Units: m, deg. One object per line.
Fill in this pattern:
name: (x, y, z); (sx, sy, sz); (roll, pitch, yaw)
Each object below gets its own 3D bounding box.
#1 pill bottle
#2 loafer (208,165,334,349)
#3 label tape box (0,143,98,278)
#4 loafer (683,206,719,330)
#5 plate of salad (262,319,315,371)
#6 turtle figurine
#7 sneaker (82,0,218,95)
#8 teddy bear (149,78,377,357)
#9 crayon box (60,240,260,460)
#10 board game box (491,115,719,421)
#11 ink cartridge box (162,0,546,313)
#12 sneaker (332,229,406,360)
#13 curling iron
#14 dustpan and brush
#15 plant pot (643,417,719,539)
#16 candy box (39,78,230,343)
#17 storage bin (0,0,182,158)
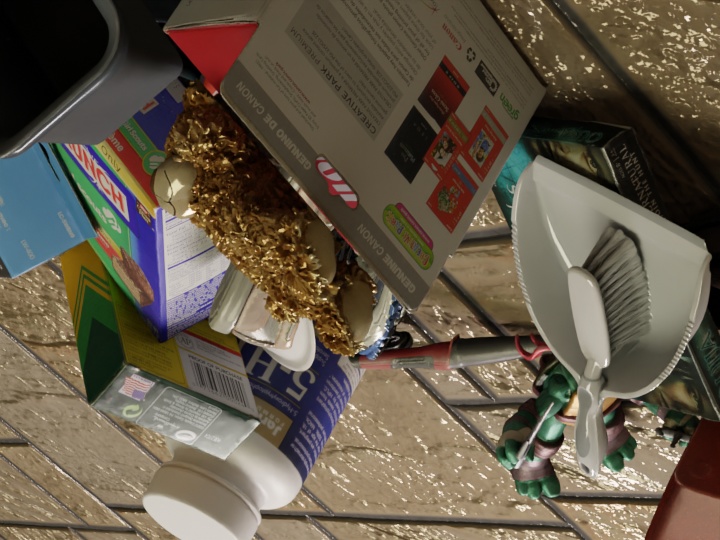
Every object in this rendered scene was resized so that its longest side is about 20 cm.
pill bottle: (-0.085, 0.119, 1.568); (0.119, 0.201, 0.120); (23, 154, 12)
loafer: (-0.034, -0.035, 1.318); (0.063, 0.072, 0.200); (25, 115, -12)
label tape box: (-0.269, -0.071, 1.457); (0.145, 0.063, 0.200); (62, 165, -8)
loafer: (0.198, 0.015, 1.247); (0.072, 0.063, 0.200); (33, 154, -10)
plate of salad: (-0.081, -0.019, 1.452); (0.200, 0.048, 0.200); (49, 158, 28)
turtle figurine: (0.162, 0.098, 1.395); (0.149, 0.101, 0.200); (-3, 157, -4)
sneaker: (-0.161, -0.172, 1.257); (0.199, 0.085, 0.075); (26, 155, 8)
teddy bear: (-0.061, -0.026, 1.118); (0.200, 0.067, 0.145); (49, 178, 27)
crayon box: (-0.155, 0.040, 1.496); (0.127, 0.200, 0.051); (27, 118, -33)
board game box: (0.150, -0.004, 1.215); (0.135, 0.028, 0.201); (13, 135, 56)
ink cartridge box: (-0.009, -0.102, 1.121); (0.084, 0.176, 0.200); (2, 143, 45)
sneaker: (0.000, 0.000, 1.415); (0.085, 0.077, 0.200); (33, 154, 4)
curling iron: (0.070, 0.054, 1.480); (0.199, 0.050, 0.026); (-3, 141, 40)
dustpan and brush: (0.144, 0.044, 1.181); (0.139, 0.057, 0.201); (31, 148, 36)
plant pot: (0.289, 0.162, 1.291); (0.199, 0.200, 0.177); (16, 140, 25)
candy box: (-0.156, -0.069, 1.379); (0.169, 0.077, 0.200); (52, 159, 21)
storage bin: (-0.191, -0.170, 1.167); (0.200, 0.145, 0.134); (55, -165, 13)
